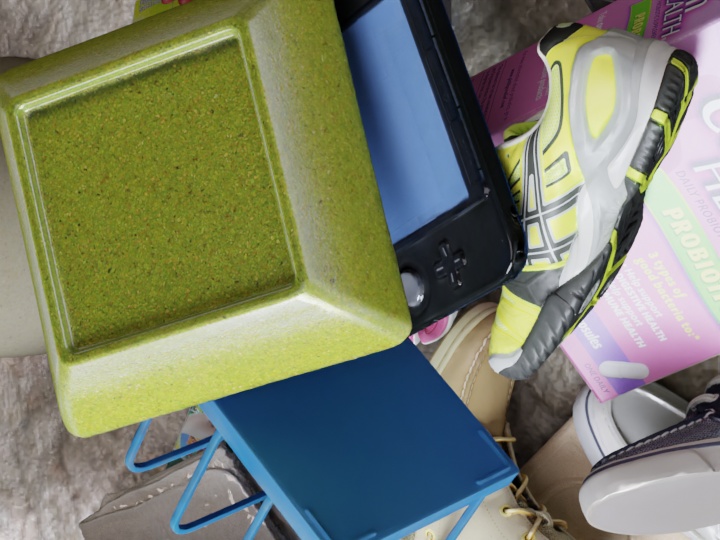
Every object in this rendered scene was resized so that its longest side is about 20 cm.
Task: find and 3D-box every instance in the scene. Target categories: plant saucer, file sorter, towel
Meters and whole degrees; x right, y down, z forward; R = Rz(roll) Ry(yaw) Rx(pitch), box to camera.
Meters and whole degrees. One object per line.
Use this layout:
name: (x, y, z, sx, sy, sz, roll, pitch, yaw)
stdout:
plant saucer: (-0.093, -0.036, 0.922, 0.199, 0.048, 0.201, -17, 80, 20)
file sorter: (-0.042, 0.094, 1.031, 0.200, 0.138, 0.123, 49, 135, 23)
towel: (-0.082, 0.214, 1.162, 0.132, 0.034, 0.201, -26, 93, 28)

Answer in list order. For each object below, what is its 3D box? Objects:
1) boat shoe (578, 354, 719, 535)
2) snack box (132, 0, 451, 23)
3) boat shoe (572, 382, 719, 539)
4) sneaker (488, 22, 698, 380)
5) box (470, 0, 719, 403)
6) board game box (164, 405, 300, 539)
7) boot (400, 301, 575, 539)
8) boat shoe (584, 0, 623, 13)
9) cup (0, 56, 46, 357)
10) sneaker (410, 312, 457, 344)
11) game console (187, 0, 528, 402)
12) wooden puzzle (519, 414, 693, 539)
boat shoe: (0.205, 0.078, 1.010, 0.199, 0.075, 0.093, -10, 57, -11)
snack box: (-0.045, -0.126, 1.077, 0.199, 0.053, 0.143, -19, 50, 26)
boat shoe: (0.206, 0.129, 1.053, 0.200, 0.072, 0.066, 48, 159, 9)
sneaker: (0.100, -0.035, 0.929, 0.076, 0.075, 0.201, 28, 120, 14)
box: (0.172, -0.053, 0.991, 0.199, 0.097, 0.176, -26, 113, 26)
board game box: (-0.055, 0.160, 1.190, 0.147, 0.064, 0.201, 30, 113, 14)
boot: (0.093, 0.133, 1.065, 0.155, 0.073, 0.201, 25, 101, 36)
boat shoe: (0.150, -0.162, 1.022, 0.073, 0.065, 0.200, -34, 91, 23)
cup: (-0.253, -0.028, 1.184, 0.199, 0.143, 0.201, 5, 104, 22)
sneaker: (0.000, 0.000, 1.127, 0.199, 0.087, 0.074, 1, 117, 46)
game console: (-0.034, -0.057, 0.935, 0.171, 0.118, 0.201, -32, 74, 49)
wooden puzzle: (0.145, 0.206, 1.129, 0.185, 0.046, 0.200, 44, 110, 8)
